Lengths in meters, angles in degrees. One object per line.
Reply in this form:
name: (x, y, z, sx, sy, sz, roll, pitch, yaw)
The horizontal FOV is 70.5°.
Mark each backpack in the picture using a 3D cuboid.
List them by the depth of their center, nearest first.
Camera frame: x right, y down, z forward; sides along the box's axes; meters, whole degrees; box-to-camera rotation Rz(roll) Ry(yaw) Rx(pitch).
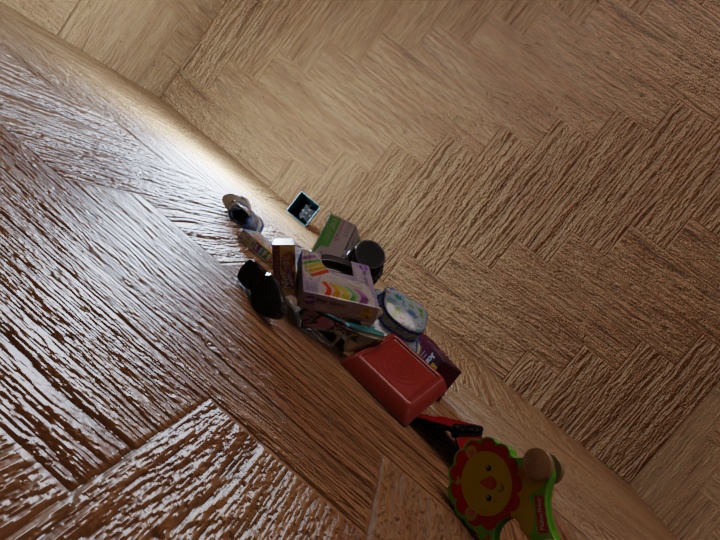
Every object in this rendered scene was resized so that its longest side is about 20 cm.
backpack: (0.082, 0.154, 1.366, 0.182, 0.147, 0.201, 32, 36, -10)

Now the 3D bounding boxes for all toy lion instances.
toy lion: (0.229, 0.371, 0.816, 0.068, 0.190, 0.202, 32, 49, -43)

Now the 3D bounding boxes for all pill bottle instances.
pill bottle: (0.000, 0.000, 1.399, 0.111, 0.112, 0.200, 38, -30, 3)

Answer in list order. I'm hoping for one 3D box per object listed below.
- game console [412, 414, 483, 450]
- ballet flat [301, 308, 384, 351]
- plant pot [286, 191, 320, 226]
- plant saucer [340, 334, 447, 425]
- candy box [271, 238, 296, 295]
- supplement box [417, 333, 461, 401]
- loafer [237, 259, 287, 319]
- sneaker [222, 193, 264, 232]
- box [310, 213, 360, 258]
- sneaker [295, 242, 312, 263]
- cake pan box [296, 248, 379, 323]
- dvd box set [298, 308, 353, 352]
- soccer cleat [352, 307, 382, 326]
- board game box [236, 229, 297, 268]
game console: (0.207, 0.395, 1.127, 0.170, 0.120, 0.200, 5, -13, 30)
ballet flat: (-0.044, 0.142, 1.162, 0.198, 0.072, 0.069, 22, 1, -12)
plant pot: (-0.325, -0.346, 2.961, 0.141, 0.142, 0.200, 38, -2, -1)
plant saucer: (0.086, 0.228, 1.153, 0.199, 0.037, 0.199, 40, 31, 23)
candy box: (-0.184, -0.013, 1.230, 0.056, 0.119, 0.200, -1, 8, -7)
supplement box: (0.195, 0.275, 1.516, 0.085, 0.111, 0.200, 34, 7, -29)
loafer: (-0.192, 0.045, 1.076, 0.072, 0.073, 0.200, 39, 5, -41)
sneaker: (-0.393, -0.195, 1.648, 0.200, 0.077, 0.085, 41, 11, 27)
box: (-0.085, -0.043, 1.551, 0.096, 0.202, 0.177, 25, -8, 10)
sneaker: (-0.171, -0.024, 1.730, 0.199, 0.076, 0.115, 26, 14, -45)
cake pan box: (-0.057, 0.033, 1.199, 0.182, 0.053, 0.201, 16, 27, -15)
dvd box set: (-0.074, 0.105, 1.283, 0.146, 0.029, 0.200, 42, 18, -7)
soccer cleat: (-0.013, 0.056, 1.315, 0.201, 0.086, 0.070, 57, 0, 27)
board game box: (-0.259, -0.044, 1.509, 0.199, 0.034, 0.134, 40, 5, 6)
